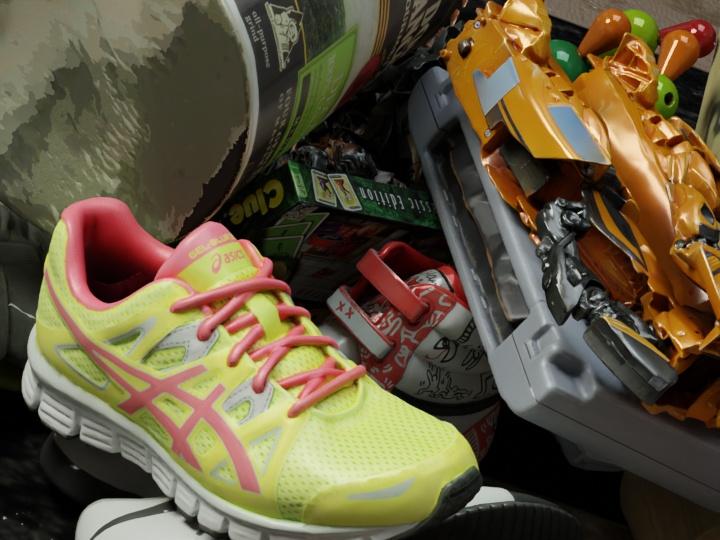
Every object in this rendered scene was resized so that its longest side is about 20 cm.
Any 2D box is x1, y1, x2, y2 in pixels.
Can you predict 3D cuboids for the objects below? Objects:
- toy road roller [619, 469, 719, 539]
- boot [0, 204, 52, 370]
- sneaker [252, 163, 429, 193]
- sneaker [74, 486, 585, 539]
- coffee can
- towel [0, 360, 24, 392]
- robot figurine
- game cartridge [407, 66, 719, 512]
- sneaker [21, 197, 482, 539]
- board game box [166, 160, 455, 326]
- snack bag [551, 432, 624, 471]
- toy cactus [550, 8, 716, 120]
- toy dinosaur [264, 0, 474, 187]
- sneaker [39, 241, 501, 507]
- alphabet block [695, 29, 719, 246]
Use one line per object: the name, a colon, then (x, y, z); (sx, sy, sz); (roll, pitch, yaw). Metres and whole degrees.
toy road roller: (0.222, 0.089, 1.019); (0.199, 0.146, 0.123); (13, 25, -17)
boot: (-0.153, 0.023, 0.944); (0.130, 0.068, 0.200); (20, 32, -16)
sneaker: (-0.049, -0.070, 1.242); (0.200, 0.067, 0.091); (27, 33, 11)
sneaker: (-0.011, 0.097, 0.903); (0.199, 0.074, 0.089); (1, 28, -33)
coffee can: (-0.060, -0.114, 0.971); (0.146, 0.147, 0.200); (27, 36, 14)
towel: (-0.128, 0.026, 1.028); (0.199, 0.018, 0.086); (9, 26, -24)
robot figurine: (0.110, -0.018, 0.956); (0.145, 0.058, 0.200); (15, 36, -44)
game cartridge: (0.094, 0.008, 1.003); (0.133, 0.042, 0.200); (31, 27, -34)
sneaker: (-0.044, 0.032, 0.856); (0.200, 0.091, 0.078); (20, 30, 32)
board game box: (0.000, 0.000, 1.040); (0.200, 0.105, 0.024); (10, 58, -50)
snack bag: (0.146, 0.057, 1.179); (0.199, 0.021, 0.189); (8, 26, -27)
toy cactus: (0.080, -0.061, 1.198); (0.165, 0.102, 0.200); (18, 63, 15)
toy dinosaur: (0.009, -0.070, 1.128); (0.102, 0.201, 0.136); (16, -7, -39)
sneaker: (-0.025, 0.040, 0.970); (0.201, 0.108, 0.067); (3, 30, -35)
alphabet block: (0.268, -0.053, 1.154); (0.195, 0.201, 0.196); (16, -14, -6)
